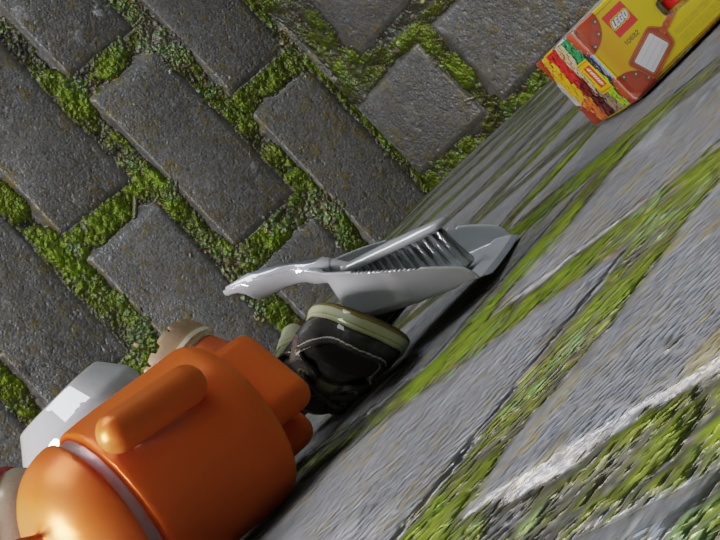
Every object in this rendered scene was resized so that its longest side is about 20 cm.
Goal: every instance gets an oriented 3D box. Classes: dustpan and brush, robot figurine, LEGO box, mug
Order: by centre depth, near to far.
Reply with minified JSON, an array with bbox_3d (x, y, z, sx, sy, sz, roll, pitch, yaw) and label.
[{"bbox_3d":[-0.118,0.125,0.965,0.200,0.117,0.144,-37,6,-28],"label":"robot figurine"},{"bbox_3d":[0.000,0.000,1.130,0.199,0.057,0.140,-22,7,18],"label":"dustpan and brush"},{"bbox_3d":[-0.193,0.164,1.284,0.187,0.153,0.149,-43,3,36],"label":"mug"},{"bbox_3d":[0.253,-0.223,1.349,0.200,0.077,0.149,-45,1,-6],"label":"LEGO box"}]

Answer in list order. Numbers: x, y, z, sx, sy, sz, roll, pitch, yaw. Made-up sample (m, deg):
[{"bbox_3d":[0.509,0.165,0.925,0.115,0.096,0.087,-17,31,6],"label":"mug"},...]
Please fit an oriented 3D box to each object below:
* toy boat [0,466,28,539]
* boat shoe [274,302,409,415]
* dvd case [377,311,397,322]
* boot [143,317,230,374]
[{"bbox_3d":[-0.241,0.204,1.078,0.130,0.131,0.200,-7,-14,7],"label":"toy boat"},{"bbox_3d":[-0.022,0.068,1.119,0.066,0.072,0.201,-67,12,-14],"label":"boat shoe"},{"bbox_3d":[-0.022,0.081,1.487,0.143,0.018,0.200,-43,1,29],"label":"dvd case"},{"bbox_3d":[-0.107,0.144,1.121,0.075,0.107,0.201,-32,-37,-61],"label":"boot"}]
